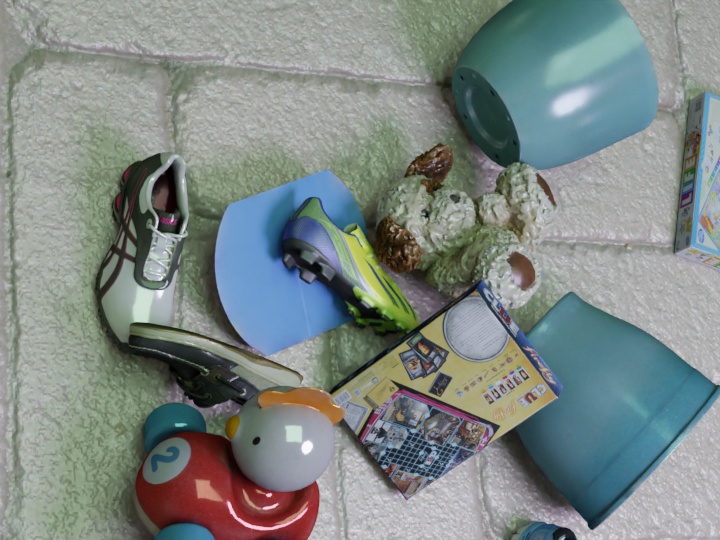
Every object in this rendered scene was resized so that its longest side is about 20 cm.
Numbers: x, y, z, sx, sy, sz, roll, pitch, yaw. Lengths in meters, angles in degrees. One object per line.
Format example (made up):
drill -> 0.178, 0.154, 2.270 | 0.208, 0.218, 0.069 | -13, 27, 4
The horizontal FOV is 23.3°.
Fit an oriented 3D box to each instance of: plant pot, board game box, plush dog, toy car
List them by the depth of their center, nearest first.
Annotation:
toy car -> -0.098, 0.166, 1.583 | 0.175, 0.201, 0.185 | 15, 36, -22
board game box -> 0.083, 0.121, 1.735 | 0.136, 0.199, 0.035 | 52, 23, -4
board game box -> -0.077, -0.008, 1.768 | 0.199, 0.039, 0.160 | -22, 106, -38
plush dog -> 0.093, -0.034, 1.808 | 0.171, 0.161, 0.201 | 33, 41, -10
plant pot -> 0.242, 0.131, 1.813 | 0.188, 0.200, 0.200 | 44, 60, 8
plant pot -> 0.196, -0.202, 1.885 | 0.160, 0.200, 0.202 | -31, 90, -17
board game box -> 0.444, -0.096, 2.063 | 0.133, 0.034, 0.202 | 19, 68, -21

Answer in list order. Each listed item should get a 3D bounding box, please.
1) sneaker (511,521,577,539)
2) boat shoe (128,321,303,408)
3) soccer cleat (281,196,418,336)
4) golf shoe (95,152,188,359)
sneaker -> 0.219, 0.354, 1.787 | 0.078, 0.090, 0.202 | -22, 87, -30
boat shoe -> -0.141, 0.101, 1.672 | 0.200, 0.071, 0.067 | 21, 84, -40
soccer cleat -> 0.000, 0.000, 1.767 | 0.200, 0.064, 0.084 | 40, 60, -35
golf shoe -> -0.206, -0.019, 1.683 | 0.077, 0.088, 0.202 | 9, 73, -26
